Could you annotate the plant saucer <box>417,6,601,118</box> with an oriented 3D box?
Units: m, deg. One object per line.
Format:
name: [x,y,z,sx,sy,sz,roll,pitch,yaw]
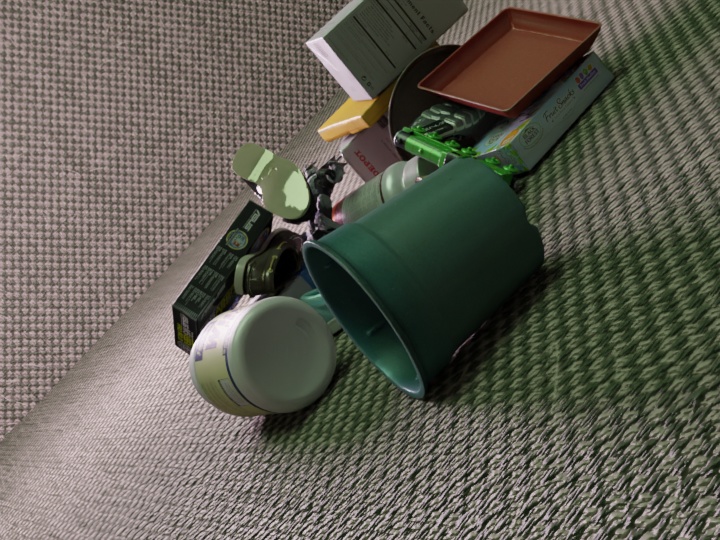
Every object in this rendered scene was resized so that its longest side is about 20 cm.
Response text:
plant saucer: [0.211,-0.287,1.697,0.199,0.037,0.200,-43,36,-17]

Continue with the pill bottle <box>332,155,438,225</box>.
pill bottle: [0.050,-0.091,1.762,0.200,0.110,0.110,-31,17,42]

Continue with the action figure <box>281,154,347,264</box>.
action figure: [-0.062,-0.094,1.765,0.130,0.069,0.201,-55,31,34]

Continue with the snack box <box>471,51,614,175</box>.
snack box: [0.243,-0.209,1.683,0.200,0.053,0.142,-47,12,-20]

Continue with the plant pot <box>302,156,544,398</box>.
plant pot: [0.074,-0.006,1.274,0.196,0.201,0.200,-38,11,-14]

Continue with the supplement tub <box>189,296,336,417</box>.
supplement tub: [-0.133,0.116,1.575,0.145,0.145,0.200,-49,14,-25]

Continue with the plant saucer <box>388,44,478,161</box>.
plant saucer: [0.123,-0.233,1.794,0.200,0.200,0.032,-46,29,-11]

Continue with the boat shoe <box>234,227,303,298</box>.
boat shoe: [-0.118,-0.011,1.755,0.059,0.072,0.200,8,19,16]

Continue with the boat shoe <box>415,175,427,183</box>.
boat shoe: [0.132,-0.084,1.573,0.064,0.072,0.200,-11,26,-14]

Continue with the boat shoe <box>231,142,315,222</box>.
boat shoe: [-0.115,-0.122,1.752,0.074,0.063,0.201,-51,41,2]

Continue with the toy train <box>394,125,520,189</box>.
toy train: [0.124,-0.148,1.620,0.056,0.199,0.042,-11,-59,-49]

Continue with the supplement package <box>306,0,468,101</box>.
supplement package: [0.038,-0.364,1.809,0.200,0.120,0.121,-43,14,-7]

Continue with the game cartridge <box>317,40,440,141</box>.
game cartridge: [0.031,-0.274,1.873,0.176,0.032,0.200,-47,16,-15]

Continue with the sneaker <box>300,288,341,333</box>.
sneaker: [0.000,0.000,1.686,0.200,0.082,0.074,-43,14,1]

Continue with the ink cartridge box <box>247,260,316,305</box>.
ink cartridge box: [-0.127,0.083,1.797,0.200,0.084,0.145,-49,15,-26]

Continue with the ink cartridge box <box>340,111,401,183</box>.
ink cartridge box: [0.088,-0.207,1.906,0.200,0.145,0.084,-40,14,14]

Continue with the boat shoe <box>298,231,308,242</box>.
boat shoe: [-0.057,-0.042,1.967,0.075,0.093,0.200,-25,22,53]

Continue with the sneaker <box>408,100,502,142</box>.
sneaker: [0.162,-0.197,1.759,0.199,0.116,0.075,-31,38,-21]

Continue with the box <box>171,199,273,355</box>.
box: [-0.200,0.015,1.768,0.201,0.044,0.160,-56,-7,-25]
